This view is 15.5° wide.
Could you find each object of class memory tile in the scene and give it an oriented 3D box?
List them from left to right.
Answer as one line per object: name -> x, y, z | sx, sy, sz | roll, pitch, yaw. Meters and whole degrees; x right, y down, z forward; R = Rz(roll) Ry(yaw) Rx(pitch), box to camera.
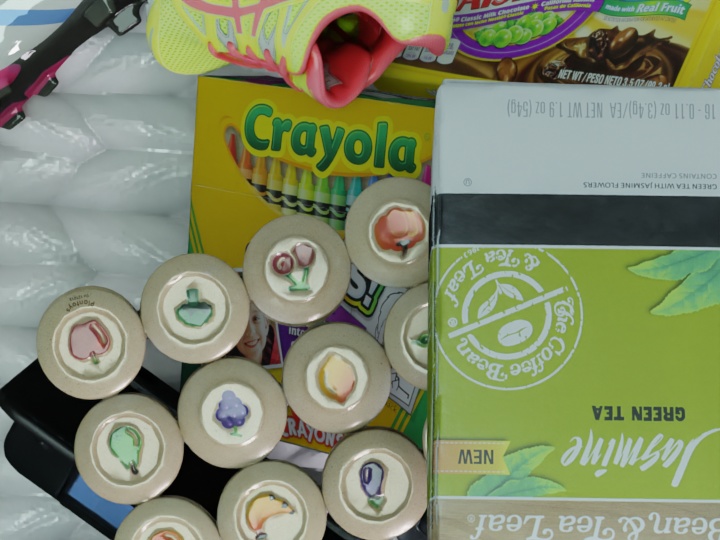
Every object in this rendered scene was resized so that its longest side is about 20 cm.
memory tile -> -0.034, 0.055, 1.190 | 0.199, 0.017, 0.154 | -20, 88, -1

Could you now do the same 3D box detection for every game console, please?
game console -> -0.096, 0.130, 1.298 | 0.200, 0.117, 0.176 | 36, 137, 1

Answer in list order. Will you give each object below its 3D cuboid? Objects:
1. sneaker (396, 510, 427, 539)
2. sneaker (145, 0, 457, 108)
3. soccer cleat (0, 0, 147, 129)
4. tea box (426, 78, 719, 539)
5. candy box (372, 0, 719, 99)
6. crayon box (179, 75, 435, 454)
sneaker -> 0.060, 0.081, 1.332 | 0.114, 0.075, 0.201 | -28, 76, 27
sneaker -> -0.031, -0.116, 1.248 | 0.199, 0.078, 0.091 | -17, 72, 44
soccer cleat -> -0.182, -0.129, 1.344 | 0.200, 0.070, 0.087 | -35, 77, 7
tea box -> 0.127, 0.032, 1.107 | 0.199, 0.134, 0.198 | 0, 78, 1
candy box -> 0.096, -0.121, 1.251 | 0.199, 0.026, 0.103 | 11, 67, 44
crayon box -> 0.000, 0.000, 1.285 | 0.199, 0.058, 0.174 | 11, 102, 43
